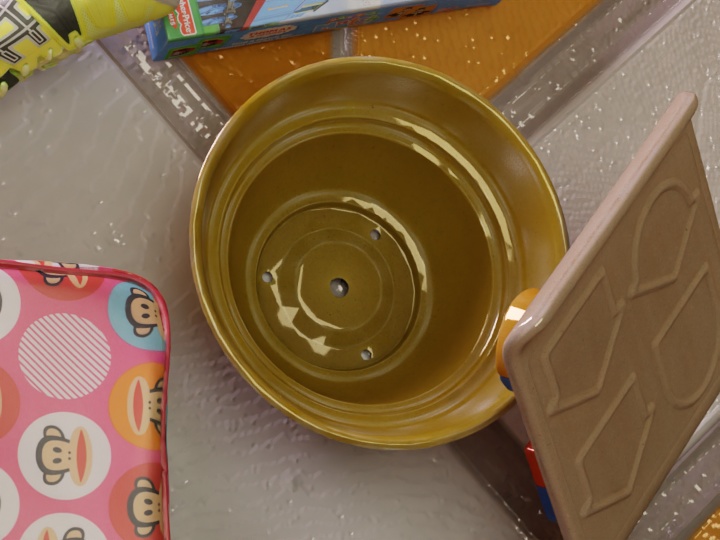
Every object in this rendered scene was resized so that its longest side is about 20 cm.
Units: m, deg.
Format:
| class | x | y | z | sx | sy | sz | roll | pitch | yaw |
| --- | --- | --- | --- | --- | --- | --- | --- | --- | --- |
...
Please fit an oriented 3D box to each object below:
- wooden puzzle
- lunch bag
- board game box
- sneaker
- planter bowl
| class | x | y | z | sx | sy | sz | roll | pitch | yaw |
| --- | --- | --- | --- | --- | --- | --- | --- | --- | --- |
| wooden puzzle | 0.127 | 0.036 | 1.422 | 0.046 | 0.200 | 0.185 | 15 | 51 | 30 |
| lunch bag | -0.180 | 0.094 | 1.350 | 0.176 | 0.082 | 0.201 | 5 | 75 | -17 |
| board game box | -0.031 | -0.201 | 1.506 | 0.199 | 0.037 | 0.152 | -11 | 79 | -22 |
| sneaker | -0.186 | -0.112 | 1.415 | 0.199 | 0.075 | 0.077 | -12 | 88 | -9 |
| planter bowl | 0.000 | 0.000 | 1.436 | 0.200 | 0.083 | 0.201 | 5 | 74 | -17 |
